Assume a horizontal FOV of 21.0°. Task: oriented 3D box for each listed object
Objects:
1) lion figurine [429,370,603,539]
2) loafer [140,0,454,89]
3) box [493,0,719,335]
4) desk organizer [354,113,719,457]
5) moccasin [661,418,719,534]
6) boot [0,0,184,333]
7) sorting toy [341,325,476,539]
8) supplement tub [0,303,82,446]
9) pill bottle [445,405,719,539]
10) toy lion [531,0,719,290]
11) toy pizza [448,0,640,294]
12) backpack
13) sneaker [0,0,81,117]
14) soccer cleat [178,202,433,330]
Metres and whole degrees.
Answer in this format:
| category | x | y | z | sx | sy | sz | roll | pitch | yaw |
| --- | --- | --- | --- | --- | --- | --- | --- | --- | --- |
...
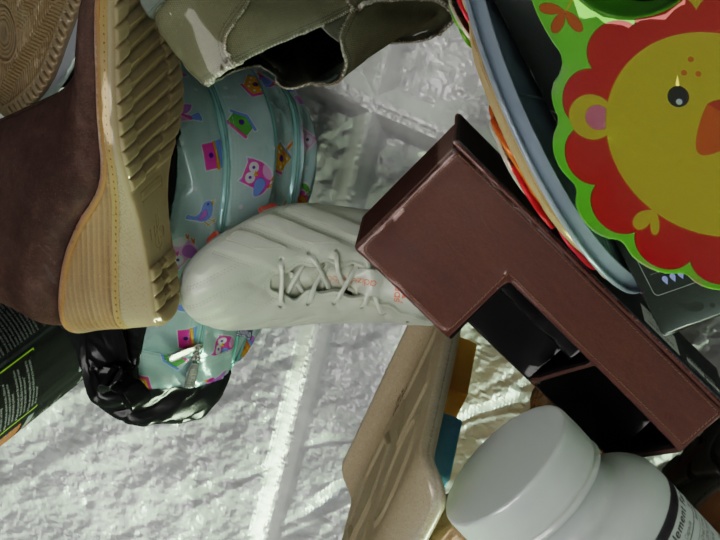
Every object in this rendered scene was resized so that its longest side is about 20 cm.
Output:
| category | x | y | z | sx | sy | sz | roll | pitch | yaw |
| --- | --- | --- | --- | --- | --- | --- | --- | --- | --- |
| lion figurine | 0.086 | 0.119 | 1.091 | 0.072 | 0.200 | 0.123 | 30 | 158 | 17 |
| loafer | -0.024 | -0.124 | 1.008 | 0.075 | 0.199 | 0.070 | -31 | 74 | 48 |
| box | 0.172 | -0.099 | 0.938 | 0.124 | 0.149 | 0.201 | -23 | 102 | 31 |
| desk organizer | 0.094 | 0.021 | 1.008 | 0.200 | 0.072 | 0.077 | 44 | 103 | -8 |
| moccasin | 0.210 | 0.132 | 1.082 | 0.078 | 0.074 | 0.201 | 36 | 124 | -10 |
| boot | -0.178 | -0.064 | 1.024 | 0.165 | 0.072 | 0.201 | 9 | 114 | 23 |
| sorting toy | 0.022 | 0.123 | 1.113 | 0.036 | 0.200 | 0.186 | 19 | 124 | -7 |
| supplement tub | -0.264 | 0.063 | 1.226 | 0.122 | 0.200 | 0.123 | 12 | 118 | 23 |
| pill bottle | 0.140 | 0.168 | 1.022 | 0.111 | 0.112 | 0.200 | -33 | 109 | 36 |
| toy lion | 0.148 | -0.096 | 0.833 | 0.200 | 0.069 | 0.192 | 43 | 124 | 0 |
| toy pizza | 0.091 | -0.078 | 0.964 | 0.032 | 0.200 | 0.201 | -24 | 101 | 20 |
| backpack | -0.108 | -0.032 | 1.128 | 0.167 | 0.126 | 0.201 | 48 | 131 | 40 |
| sneaker | -0.129 | -0.154 | 1.062 | 0.200 | 0.108 | 0.070 | -49 | 62 | 45 |
| soccer cleat | 0.000 | 0.000 | 1.063 | 0.078 | 0.199 | 0.070 | 51 | 143 | 48 |
